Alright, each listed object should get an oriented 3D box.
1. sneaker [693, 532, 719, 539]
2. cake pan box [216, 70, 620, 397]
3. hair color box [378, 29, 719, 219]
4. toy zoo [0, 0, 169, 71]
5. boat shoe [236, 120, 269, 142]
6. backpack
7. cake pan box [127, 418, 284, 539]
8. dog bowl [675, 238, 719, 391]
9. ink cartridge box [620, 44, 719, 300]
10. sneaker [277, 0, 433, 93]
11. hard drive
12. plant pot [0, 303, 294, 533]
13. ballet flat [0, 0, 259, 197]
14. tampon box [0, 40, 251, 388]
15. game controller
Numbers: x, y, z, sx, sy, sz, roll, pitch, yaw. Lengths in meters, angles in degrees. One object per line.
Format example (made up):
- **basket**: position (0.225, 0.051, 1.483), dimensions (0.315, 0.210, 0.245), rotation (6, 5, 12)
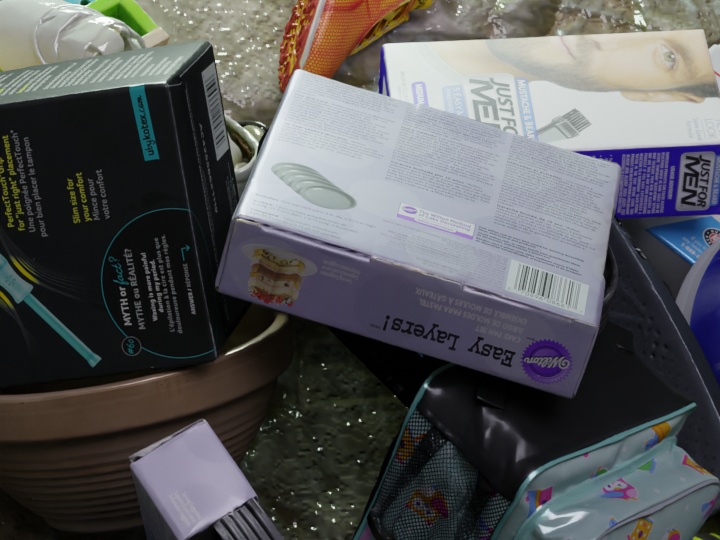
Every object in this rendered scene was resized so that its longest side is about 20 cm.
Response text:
- **sneaker**: position (0.242, 0.200, 1.689), dimensions (0.199, 0.084, 0.074), rotation (12, 21, -30)
- **cake pan box**: position (0.039, -0.023, 1.545), dimensions (0.199, 0.052, 0.184), rotation (16, 31, -1)
- **hair color box**: position (0.115, -0.085, 1.776), dimensions (0.199, 0.065, 0.110), rotation (-2, 43, -5)
- **toy zoo**: position (-0.230, -0.180, 1.828), dimensions (0.131, 0.020, 0.200), rotation (-31, 70, -33)
- **boat shoe**: position (-0.066, -0.054, 1.764), dimensions (0.199, 0.065, 0.073), rotation (5, 55, -14)
- **backpack**: position (0.082, 0.140, 1.588), dimensions (0.153, 0.200, 0.176), rotation (48, 39, 17)
- **cake pan box**: position (-0.047, 0.189, 1.516), dimensions (0.052, 0.200, 0.184), rotation (-32, 67, -12)
- **dog bowl**: position (0.283, 0.058, 1.747), dimensions (0.200, 0.079, 0.201), rotation (10, 70, -30)
- **ink cartridge box**: position (0.227, -0.060, 1.862), dimensions (0.116, 0.068, 0.200), rotation (39, 54, 12)
- **sneaker**: position (0.007, -0.177, 1.874), dimensions (0.077, 0.073, 0.200), rotation (33, 55, -6)
- **hard drive**: position (0.141, 0.070, 1.707), dimensions (0.042, 0.135, 0.200), rotation (3, 55, -54)
- **plant pot**: position (-0.129, 0.083, 1.605), dimensions (0.200, 0.201, 0.093), rotation (-17, 104, -27)
- **ballet flat**: position (-0.131, -0.105, 1.702), dimensions (0.200, 0.069, 0.069), rotation (38, 53, 7)
- **tampon box**: position (-0.172, -0.026, 1.559), dimensions (0.199, 0.150, 0.126), rotation (-7, 12, 10)
- **game controller**: position (0.000, 0.000, 1.696), dimensions (0.200, 0.042, 0.105), rotation (47, 40, -41)
